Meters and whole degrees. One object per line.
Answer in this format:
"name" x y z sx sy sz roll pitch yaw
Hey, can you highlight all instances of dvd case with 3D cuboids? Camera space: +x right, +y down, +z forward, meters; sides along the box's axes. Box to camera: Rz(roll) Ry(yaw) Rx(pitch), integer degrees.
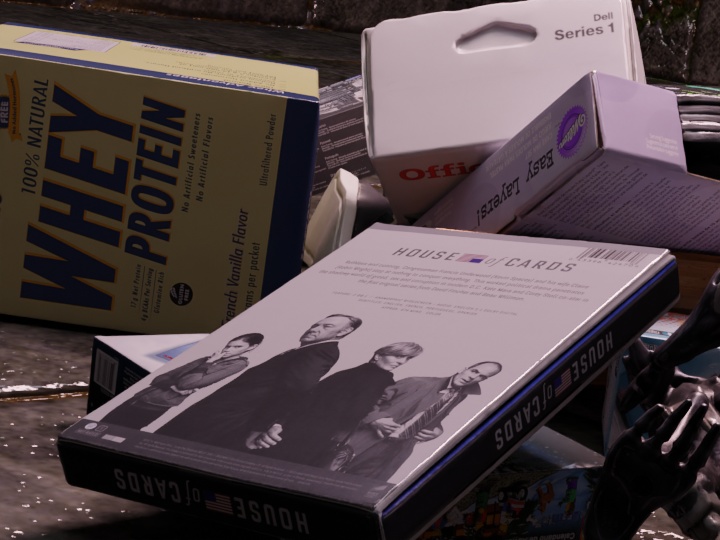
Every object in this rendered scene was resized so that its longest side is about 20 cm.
"dvd case" 0.007 0.035 0.703 0.149 0.025 0.199 7 28 38

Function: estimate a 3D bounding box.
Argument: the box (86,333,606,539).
"box" -0.009 0.069 0.772 0.135 0.038 0.199 1 13 -33

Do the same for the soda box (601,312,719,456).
"soda box" 0.215 0.067 0.884 0.198 0.064 0.068 8 11 5

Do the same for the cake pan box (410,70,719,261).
"cake pan box" 0.141 -0.020 0.978 0.182 0.053 0.200 9 -30 -27

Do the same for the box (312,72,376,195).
"box" -0.053 -0.080 1.277 0.198 0.050 0.158 -19 12 0

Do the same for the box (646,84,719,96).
"box" 0.241 -0.037 1.215 0.123 0.150 0.199 18 14 36

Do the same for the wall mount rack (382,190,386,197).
"wall mount rack" 0.097 -0.035 1.318 0.198 0.075 0.174 4 9 -18

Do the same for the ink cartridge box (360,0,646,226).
"ink cartridge box" 0.091 -0.058 1.047 0.143 0.085 0.200 -7 -27 11

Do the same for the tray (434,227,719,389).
"tray" 0.116 0.023 0.967 0.198 0.037 0.099 4 -29 -17

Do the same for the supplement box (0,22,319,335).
"supplement box" -0.126 -0.053 1.056 0.198 0.136 0.200 8 11 -3

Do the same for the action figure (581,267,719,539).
"action figure" 0.148 0.066 0.710 0.119 0.102 0.200 52 22 2

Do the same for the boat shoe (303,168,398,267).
"boat shoe" 0.000 0.000 1.061 0.060 0.074 0.200 26 14 -8
